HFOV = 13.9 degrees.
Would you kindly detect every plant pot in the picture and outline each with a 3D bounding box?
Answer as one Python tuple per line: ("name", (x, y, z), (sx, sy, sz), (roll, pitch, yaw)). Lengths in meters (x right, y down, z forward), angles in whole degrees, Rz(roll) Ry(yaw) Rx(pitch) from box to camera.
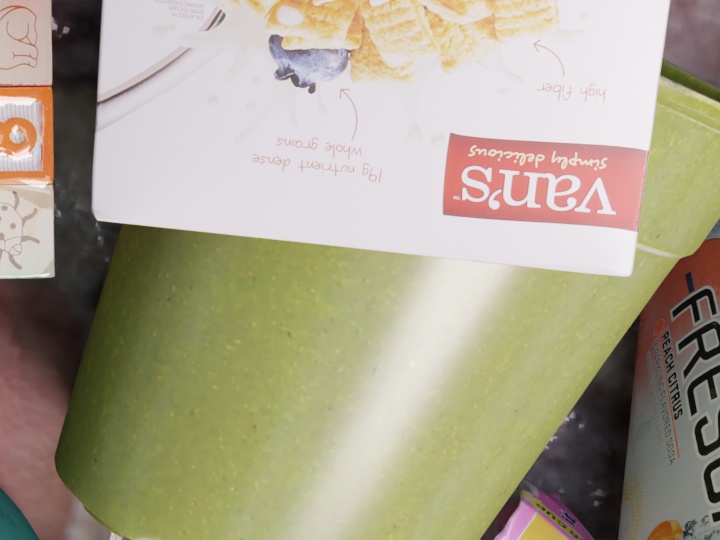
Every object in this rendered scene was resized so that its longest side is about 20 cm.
("plant pot", (0.000, 0.000, 0.879), (0.200, 0.200, 0.190), (25, 98, -16))

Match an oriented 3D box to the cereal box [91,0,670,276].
("cereal box", (0.010, -0.101, 0.733), (0.144, 0.040, 0.200), (6, 113, 2))

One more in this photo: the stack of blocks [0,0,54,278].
("stack of blocks", (-0.153, -0.097, 0.882), (0.115, 0.059, 0.201), (-1, 93, -16))

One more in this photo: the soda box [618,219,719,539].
("soda box", (0.125, 0.068, 0.922), (0.068, 0.064, 0.200), (22, 58, -24))

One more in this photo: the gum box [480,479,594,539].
("gum box", (0.029, 0.172, 0.941), (0.113, 0.066, 0.200), (41, 81, -15))

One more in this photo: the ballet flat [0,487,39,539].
("ballet flat", (-0.151, 0.066, 0.838), (0.072, 0.200, 0.072), (-7, 63, 14))
